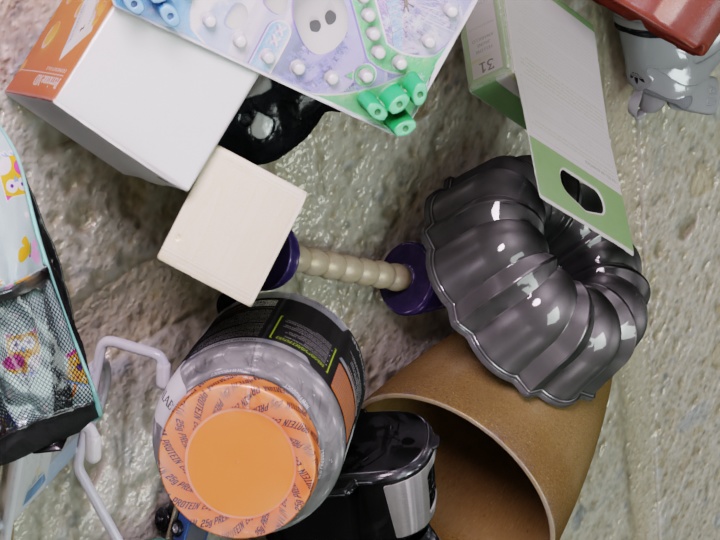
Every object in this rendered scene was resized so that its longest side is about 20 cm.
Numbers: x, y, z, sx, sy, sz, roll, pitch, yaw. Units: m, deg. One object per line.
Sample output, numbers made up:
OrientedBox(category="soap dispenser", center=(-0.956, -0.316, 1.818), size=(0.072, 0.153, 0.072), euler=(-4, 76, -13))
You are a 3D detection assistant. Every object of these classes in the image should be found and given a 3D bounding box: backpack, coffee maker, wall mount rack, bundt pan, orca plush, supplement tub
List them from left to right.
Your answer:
OrientedBox(category="backpack", center=(-0.246, 0.003, 1.030), size=(0.152, 0.175, 0.202), euler=(-15, 106, -33))
OrientedBox(category="wall mount rack", center=(-0.177, 0.144, 1.191), size=(0.200, 0.074, 0.175), euler=(-50, 154, -64))
OrientedBox(category="supplement tub", center=(-0.064, 0.092, 1.204), size=(0.200, 0.121, 0.124), euler=(-64, 169, -77))
OrientedBox(category="coffee maker", center=(-0.019, 0.220, 1.396), size=(0.191, 0.135, 0.202), euler=(-18, 113, -11))
OrientedBox(category="orca plush", center=(-0.006, -0.131, 1.265), size=(0.200, 0.071, 0.105), euler=(-42, 169, -27))
OrientedBox(category="bundt pan", center=(0.142, -0.004, 1.419), size=(0.201, 0.203, 0.076), euler=(1, 149, -47))

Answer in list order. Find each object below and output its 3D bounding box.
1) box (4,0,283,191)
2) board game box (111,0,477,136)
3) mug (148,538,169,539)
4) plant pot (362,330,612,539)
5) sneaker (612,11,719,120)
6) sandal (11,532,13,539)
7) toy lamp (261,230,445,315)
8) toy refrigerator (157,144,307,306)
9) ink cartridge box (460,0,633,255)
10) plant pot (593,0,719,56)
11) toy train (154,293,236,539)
OrientedBox(category="box", center=(-0.106, -0.160, 1.115), size=(0.097, 0.124, 0.201), euler=(33, 83, -24))
OrientedBox(category="board game box", center=(-0.009, -0.194, 1.038), size=(0.199, 0.026, 0.201), euler=(22, 106, -26))
OrientedBox(category="mug", center=(-0.112, 0.297, 1.323), size=(0.114, 0.186, 0.152), euler=(-35, 140, 17))
OrientedBox(category="plant pot", center=(0.115, 0.110, 1.487), size=(0.200, 0.185, 0.188), euler=(-48, 139, -39))
OrientedBox(category="sneaker", center=(0.288, -0.202, 1.571), size=(0.199, 0.075, 0.116), euler=(-26, 127, -30))
OrientedBox(category="sandal", center=(-0.241, 0.116, 1.173), size=(0.077, 0.069, 0.213), euler=(-30, 129, -33))
OrientedBox(category="toy lamp", center=(0.000, 0.000, 1.379), size=(0.199, 0.058, 0.059), euler=(8, 103, -49))
OrientedBox(category="toy refrigerator", center=(-0.084, -0.029, 1.180), size=(0.076, 0.070, 0.200), euler=(-63, -176, -1))
OrientedBox(category="ink cartridge box", center=(0.135, -0.115, 1.385), size=(0.145, 0.048, 0.202), euler=(26, 52, -50))
OrientedBox(category="plant pot", center=(0.241, -0.279, 1.404), size=(0.200, 0.200, 0.196), euler=(20, 103, -49))
OrientedBox(category="toy train", center=(-0.102, 0.111, 1.335), size=(0.034, 0.046, 0.202), euler=(6, 105, -48))
